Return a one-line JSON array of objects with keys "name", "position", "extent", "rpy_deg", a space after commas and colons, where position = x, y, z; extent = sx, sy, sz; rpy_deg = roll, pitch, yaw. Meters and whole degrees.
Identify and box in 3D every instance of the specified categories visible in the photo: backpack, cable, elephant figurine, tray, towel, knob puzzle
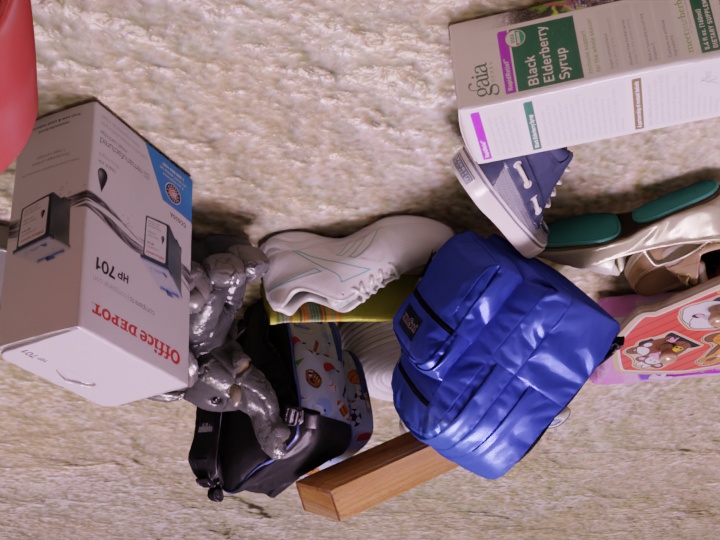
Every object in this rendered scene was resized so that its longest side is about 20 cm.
[{"name": "backpack", "position": [-0.081, 0.132, 1.239], "extent": [0.153, 0.192, 0.200], "rpy_deg": [14, 142, -41]}, {"name": "cable", "position": [0.075, 0.096, 1.320], "extent": [0.199, 0.070, 0.200], "rpy_deg": [-14, 151, 19]}, {"name": "elephant figurine", "position": [-0.156, 0.074, 1.101], "extent": [0.140, 0.155, 0.202], "rpy_deg": [-8, 112, -25]}, {"name": "tray", "position": [0.041, 0.197, 1.176], "extent": [0.199, 0.037, 0.098], "rpy_deg": [-19, -177, -25]}, {"name": "backpack", "position": [0.112, 0.077, 1.082], "extent": [0.167, 0.163, 0.201], "rpy_deg": [29, 101, -19]}, {"name": "towel", "position": [-0.002, 0.031, 1.173], "extent": [0.198, 0.086, 0.018], "rpy_deg": [1, 121, -12]}, {"name": "knob puzzle", "position": [0.354, 0.079, 1.213], "extent": [0.218, 0.031, 0.220], "rpy_deg": [-3, 151, -2]}]

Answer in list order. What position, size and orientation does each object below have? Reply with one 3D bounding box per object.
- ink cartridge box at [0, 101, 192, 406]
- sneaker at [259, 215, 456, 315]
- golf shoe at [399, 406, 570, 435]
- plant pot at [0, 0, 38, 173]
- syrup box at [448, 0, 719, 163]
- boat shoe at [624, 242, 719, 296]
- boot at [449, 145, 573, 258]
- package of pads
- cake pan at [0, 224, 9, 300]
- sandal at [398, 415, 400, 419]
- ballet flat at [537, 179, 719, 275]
[{"name": "ink cartridge box", "position": [-0.211, -0.010, 0.935], "extent": [0.085, 0.201, 0.146], "rpy_deg": [-16, 151, 22]}, {"name": "sneaker", "position": [0.000, 0.000, 1.119], "extent": [0.199, 0.081, 0.071], "rpy_deg": [-10, 150, 8]}, {"name": "golf shoe", "position": [0.133, 0.139, 1.282], "extent": [0.198, 0.079, 0.098], "rpy_deg": [-14, 132, 8]}, {"name": "plant pot", "position": [-0.290, -0.140, 0.710], "extent": [0.199, 0.202, 0.177], "rpy_deg": [-2, 164, -4]}, {"name": "syrup box", "position": [0.170, -0.150, 0.855], "extent": [0.198, 0.079, 0.082], "rpy_deg": [-10, 152, 11]}, {"name": "boat shoe", "position": [0.346, -0.014, 1.151], "extent": [0.073, 0.070, 0.200], "rpy_deg": [12, 148, -29]}, {"name": "boot", "position": [0.154, -0.075, 1.013], "extent": [0.090, 0.073, 0.200], "rpy_deg": [-33, 156, 12]}, {"name": "package of pads", "position": [0.363, 0.077, 1.320], "extent": [0.198, 0.076, 0.121], "rpy_deg": [-4, 155, 0]}, {"name": "cake pan", "position": [-0.371, 0.011, 1.127], "extent": [0.198, 0.037, 0.201], "rpy_deg": [-4, 153, -2]}, {"name": "sandal", "position": [0.138, 0.183, 1.491], "extent": [0.199, 0.082, 0.055], "rpy_deg": [11, 133, -24]}, {"name": "ballet flat", "position": [0.260, -0.028, 1.101], "extent": [0.199, 0.070, 0.069], "rpy_deg": [-15, 151, 20]}]
